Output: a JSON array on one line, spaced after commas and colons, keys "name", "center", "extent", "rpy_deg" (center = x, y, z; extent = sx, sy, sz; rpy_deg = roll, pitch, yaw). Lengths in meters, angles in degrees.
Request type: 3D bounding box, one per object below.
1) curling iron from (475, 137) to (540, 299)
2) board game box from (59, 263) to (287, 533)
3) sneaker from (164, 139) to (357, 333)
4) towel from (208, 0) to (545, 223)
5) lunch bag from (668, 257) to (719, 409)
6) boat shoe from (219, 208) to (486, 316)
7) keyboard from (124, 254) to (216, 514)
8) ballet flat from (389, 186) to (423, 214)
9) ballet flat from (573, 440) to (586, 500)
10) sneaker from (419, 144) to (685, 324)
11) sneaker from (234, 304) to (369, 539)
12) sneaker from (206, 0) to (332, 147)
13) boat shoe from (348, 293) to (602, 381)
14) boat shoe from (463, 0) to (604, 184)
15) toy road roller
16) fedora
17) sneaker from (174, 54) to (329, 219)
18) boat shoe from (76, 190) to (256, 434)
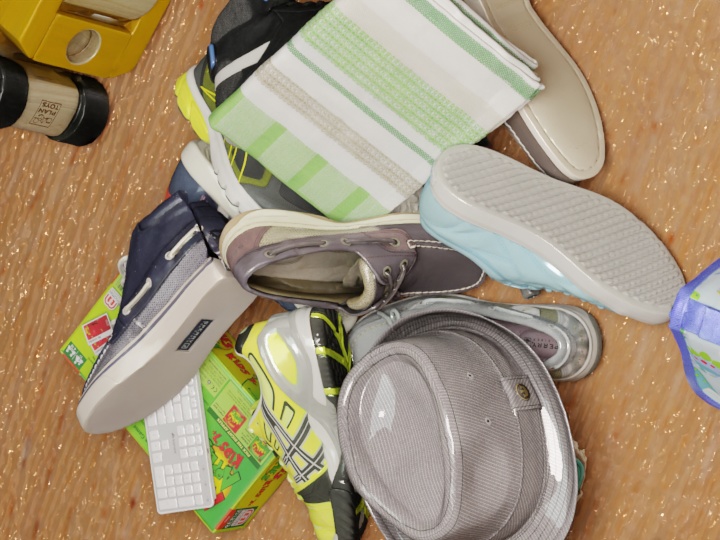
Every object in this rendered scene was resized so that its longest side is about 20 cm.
[{"name": "curling iron", "center": [0.082, -0.070, 1.714], "extent": [0.049, 0.026, 0.201], "rpy_deg": [-23, 81, -15]}, {"name": "board game box", "center": [-0.134, 0.095, 1.829], "extent": [0.200, 0.048, 0.102], "rpy_deg": [47, 112, 21]}, {"name": "sneaker", "center": [-0.080, -0.007, 1.789], "extent": [0.200, 0.075, 0.085], "rpy_deg": [51, 120, 27]}, {"name": "towel", "center": [0.010, -0.122, 1.643], "extent": [0.149, 0.031, 0.200], "rpy_deg": [39, 125, -20]}, {"name": "lunch bag", "center": [0.304, 0.051, 1.492], "extent": [0.170, 0.200, 0.128], "rpy_deg": [23, 101, 27]}, {"name": "boat shoe", "center": [0.000, 0.000, 1.679], "extent": [0.065, 0.199, 0.072], "rpy_deg": [-105, 27, -48]}, {"name": "keyboard", "center": [-0.146, 0.083, 1.802], "extent": [0.056, 0.011, 0.201], "rpy_deg": [-11, 84, 29]}, {"name": "ballet flat", "center": [-0.002, -0.083, 1.744], "extent": [0.072, 0.072, 0.201], "rpy_deg": [-21, 80, 28]}, {"name": "ballet flat", "center": [0.103, 0.202, 1.693], "extent": [0.064, 0.075, 0.201], "rpy_deg": [39, 106, 56]}, {"name": "sneaker", "center": [0.132, -0.016, 1.658], "extent": [0.200, 0.074, 0.082], "rpy_deg": [32, 146, 1]}, {"name": "sneaker", "center": [-0.038, 0.118, 1.733], "extent": [0.076, 0.075, 0.201], "rpy_deg": [-4, 110, 17]}, {"name": "sneaker", "center": [-0.032, -0.182, 1.692], "extent": [0.200, 0.073, 0.112], "rpy_deg": [-29, 63, 21]}, {"name": "boat shoe", "center": [0.072, 0.054, 1.701], "extent": [0.201, 0.065, 0.075], "rpy_deg": [1, 90, 30]}, {"name": "boat shoe", "center": [0.105, -0.144, 1.683], "extent": [0.059, 0.072, 0.200], "rpy_deg": [-39, 78, 45]}, {"name": "toy road roller", "center": [-0.255, -0.205, 1.860], "extent": [0.146, 0.123, 0.200], "rpy_deg": [45, 112, 34]}, {"name": "fedora", "center": [0.051, 0.123, 1.626], "extent": [0.176, 0.090, 0.201], "rpy_deg": [-21, 77, 31]}, {"name": "sneaker", "center": [-0.069, -0.102, 1.760], "extent": [0.085, 0.074, 0.200], "rpy_deg": [-51, 57, 24]}, {"name": "boat shoe", "center": [-0.155, 0.029, 1.767], "extent": [0.200, 0.075, 0.093], "rpy_deg": [-45, 59, 23]}]
